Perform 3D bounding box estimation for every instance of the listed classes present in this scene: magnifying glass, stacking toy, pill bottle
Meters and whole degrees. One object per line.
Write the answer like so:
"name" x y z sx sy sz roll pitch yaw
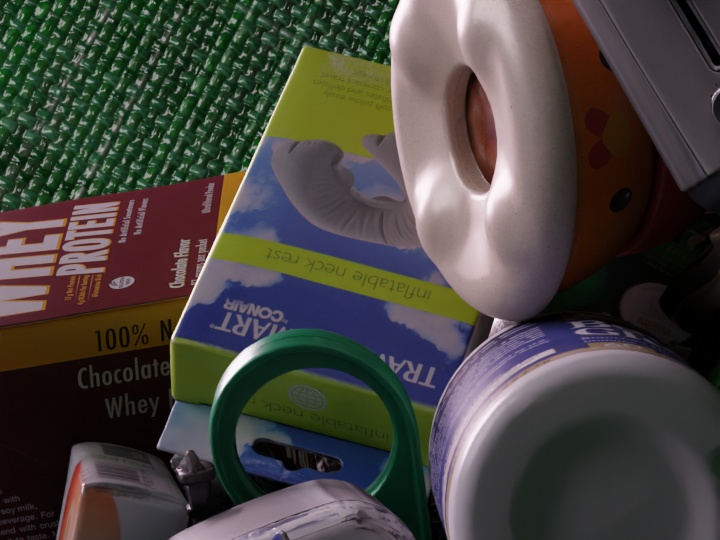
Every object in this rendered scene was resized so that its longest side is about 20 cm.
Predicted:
"magnifying glass" 0.013 0.108 1.087 0.079 0.201 0.022 -32 18 9
"stacking toy" 0.121 -0.068 1.058 0.146 0.199 0.147 169 90 -70
"pill bottle" 0.081 0.073 1.006 0.112 0.111 0.200 -61 4 4

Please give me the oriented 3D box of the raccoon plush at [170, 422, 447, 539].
"raccoon plush" 0.016 0.085 1.213 0.096 0.200 0.135 -22 36 30

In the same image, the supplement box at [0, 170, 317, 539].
"supplement box" -0.125 0.083 1.288 0.133 0.196 0.201 -89 -11 -65

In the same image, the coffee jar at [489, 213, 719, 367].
"coffee jar" 0.121 -0.008 1.190 0.201 0.085 0.104 -60 21 21

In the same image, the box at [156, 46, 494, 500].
"box" 0.000 0.000 1.160 0.048 0.121 0.201 91 -164 -50

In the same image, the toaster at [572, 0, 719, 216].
"toaster" 0.153 -0.118 0.968 0.113 0.130 0.200 -34 1 42

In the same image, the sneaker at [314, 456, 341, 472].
"sneaker" 0.063 0.070 1.345 0.199 0.075 0.087 -23 8 30

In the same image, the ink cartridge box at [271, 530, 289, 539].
"ink cartridge box" -0.024 0.219 0.861 0.047 0.200 0.198 -17 -28 -38

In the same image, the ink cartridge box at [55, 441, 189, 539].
"ink cartridge box" -0.117 0.178 1.137 0.162 0.050 0.202 -165 89 -82

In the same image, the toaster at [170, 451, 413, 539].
"toaster" -0.012 0.156 0.990 0.113 0.201 0.129 -20 -1 -8

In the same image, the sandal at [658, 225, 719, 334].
"sandal" 0.157 -0.004 0.967 0.082 0.055 0.200 -37 -6 -17
